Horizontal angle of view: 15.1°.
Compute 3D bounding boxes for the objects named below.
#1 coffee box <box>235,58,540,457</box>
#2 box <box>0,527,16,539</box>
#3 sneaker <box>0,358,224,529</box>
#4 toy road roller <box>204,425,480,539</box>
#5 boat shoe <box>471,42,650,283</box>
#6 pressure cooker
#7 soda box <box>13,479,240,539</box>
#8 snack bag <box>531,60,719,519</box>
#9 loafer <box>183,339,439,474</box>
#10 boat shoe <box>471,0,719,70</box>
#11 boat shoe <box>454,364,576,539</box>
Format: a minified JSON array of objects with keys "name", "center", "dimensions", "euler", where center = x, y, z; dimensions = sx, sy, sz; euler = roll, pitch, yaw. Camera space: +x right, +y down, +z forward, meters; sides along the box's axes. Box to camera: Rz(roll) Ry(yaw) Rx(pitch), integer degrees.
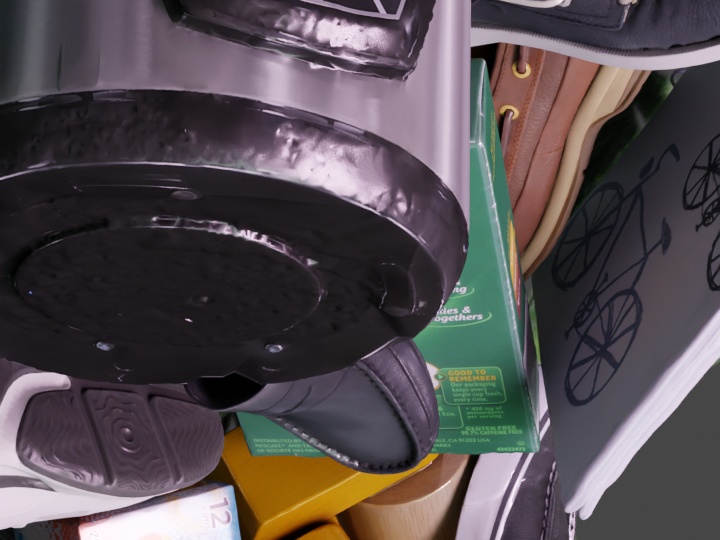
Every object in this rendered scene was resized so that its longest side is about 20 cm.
[{"name":"coffee box","center":[0.000,0.000,1.017],"dimensions":[0.123,0.044,0.200],"euler":[-2,144,11]},{"name":"box","center":[-0.181,0.098,1.024],"dimensions":[0.200,0.044,0.160],"euler":[-35,144,-1]},{"name":"sneaker","center":[-0.148,0.069,0.942],"dimensions":[0.200,0.076,0.115],"euler":[-2,153,-47]},{"name":"toy road roller","center":[-0.017,0.147,1.128],"dimensions":[0.200,0.146,0.123],"euler":[-30,144,-8]},{"name":"boat shoe","center":[0.057,-0.062,1.032],"dimensions":[0.067,0.072,0.200],"euler":[16,136,-9]},{"name":"pressure cooker","center":[-0.054,-0.084,0.802],"dimensions":[0.178,0.200,0.176],"euler":[-5,154,14]},{"name":"soda box","center":[-0.075,0.179,1.016],"dimensions":[0.068,0.064,0.200],"euler":[-12,98,-30]},{"name":"snack bag","center":[0.131,-0.025,1.037],"dimensions":[0.021,0.189,0.200],"euler":[30,114,-15]},{"name":"loafer","center":[-0.040,0.023,0.957],"dimensions":[0.068,0.071,0.201],"euler":[-17,138,30]},{"name":"boat shoe","center":[0.067,-0.110,0.887],"dimensions":[0.060,0.200,0.076],"euler":[46,53,-43]},{"name":"boat shoe","center":[0.072,0.142,1.128],"dimensions":[0.074,0.068,0.200],"euler":[35,71,-68]}]
